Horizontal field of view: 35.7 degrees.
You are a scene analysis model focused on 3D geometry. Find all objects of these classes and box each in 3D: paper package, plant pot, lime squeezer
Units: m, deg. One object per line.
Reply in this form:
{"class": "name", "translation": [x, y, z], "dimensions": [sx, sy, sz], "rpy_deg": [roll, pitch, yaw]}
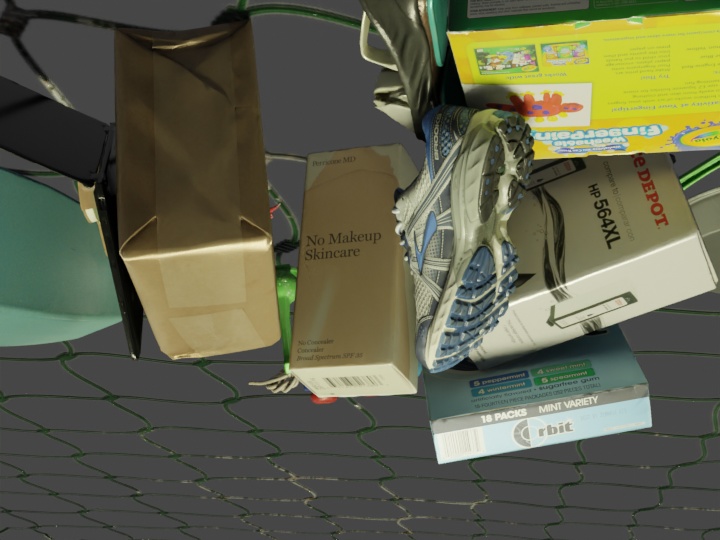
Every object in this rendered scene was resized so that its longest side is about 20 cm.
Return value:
{"class": "paper package", "translation": [-0.120, -0.057, 0.846], "dimensions": [0.103, 0.192, 0.200], "rpy_deg": [-6, 158, -4]}
{"class": "plant pot", "translation": [-0.332, -0.002, 1.069], "dimensions": [0.141, 0.142, 0.199], "rpy_deg": [-19, 155, 40]}
{"class": "lime squeezer", "translation": [-0.073, 0.024, 1.135], "dimensions": [0.037, 0.200, 0.071], "rpy_deg": [-23, 112, 6]}
{"class": "lime squeezer", "translation": [0.227, -0.037, 0.944], "dimensions": [0.038, 0.200, 0.071], "rpy_deg": [46, 176, -1]}

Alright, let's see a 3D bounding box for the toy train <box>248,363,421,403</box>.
{"class": "toy train", "translation": [-0.028, 0.126, 1.407], "dimensions": [0.199, 0.085, 0.115], "rpy_deg": [-12, 166, 31]}

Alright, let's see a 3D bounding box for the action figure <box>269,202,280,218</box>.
{"class": "action figure", "translation": [-0.129, -0.004, 1.091], "dimensions": [0.099, 0.066, 0.200], "rpy_deg": [-24, 179, -29]}

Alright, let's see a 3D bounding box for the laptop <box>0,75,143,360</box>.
{"class": "laptop", "translation": [-0.232, -0.052, 0.815], "dimensions": [0.115, 0.202, 0.187], "rpy_deg": [-10, -159, -5]}

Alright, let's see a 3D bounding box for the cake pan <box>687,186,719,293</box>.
{"class": "cake pan", "translation": [0.383, -0.026, 1.057], "dimensions": [0.198, 0.037, 0.201], "rpy_deg": [2, 156, 1]}

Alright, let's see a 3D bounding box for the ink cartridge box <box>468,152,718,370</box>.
{"class": "ink cartridge box", "translation": [0.158, -0.029, 0.882], "dimensions": [0.199, 0.147, 0.084], "rpy_deg": [-22, 141, 15]}

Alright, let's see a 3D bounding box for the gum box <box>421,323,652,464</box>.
{"class": "gum box", "translation": [0.136, 0.076, 0.942], "dimensions": [0.169, 0.200, 0.045], "rpy_deg": [-11, 115, 3]}

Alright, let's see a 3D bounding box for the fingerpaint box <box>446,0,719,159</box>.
{"class": "fingerpaint box", "translation": [0.170, -0.148, 0.756], "dimensions": [0.198, 0.074, 0.167], "rpy_deg": [-2, 155, 15]}

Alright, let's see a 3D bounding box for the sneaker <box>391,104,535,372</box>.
{"class": "sneaker", "translation": [0.064, -0.025, 0.796], "dimensions": [0.085, 0.201, 0.077], "rpy_deg": [28, -151, 36]}

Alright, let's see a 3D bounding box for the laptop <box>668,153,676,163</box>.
{"class": "laptop", "translation": [0.162, -0.024, 1.000], "dimensions": [0.176, 0.202, 0.103], "rpy_deg": [8, -168, -11]}

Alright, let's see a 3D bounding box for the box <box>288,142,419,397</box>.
{"class": "box", "translation": [0.000, 0.000, 0.953], "dimensions": [0.094, 0.202, 0.078], "rpy_deg": [-6, 155, 17]}

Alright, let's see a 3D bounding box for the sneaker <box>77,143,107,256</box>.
{"class": "sneaker", "translation": [-0.194, -0.060, 1.009], "dimensions": [0.089, 0.068, 0.200], "rpy_deg": [3, 162, -3]}

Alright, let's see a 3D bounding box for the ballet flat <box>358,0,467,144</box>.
{"class": "ballet flat", "translation": [0.039, -0.148, 0.794], "dimensions": [0.068, 0.068, 0.200], "rpy_deg": [5, 148, 19]}
